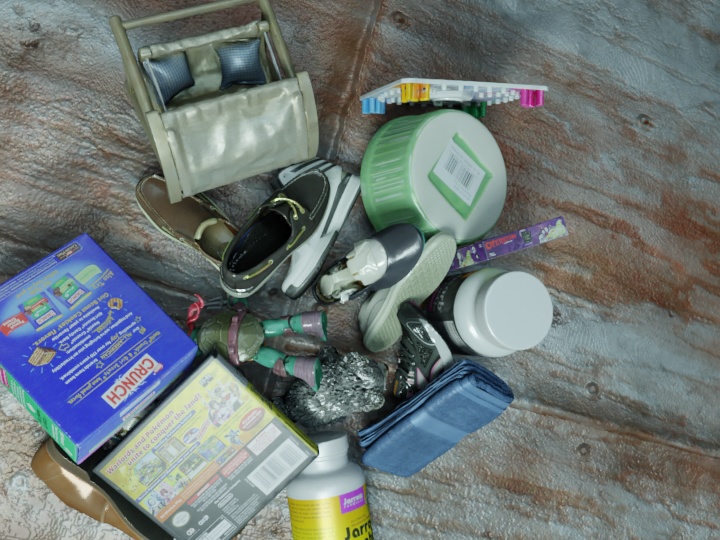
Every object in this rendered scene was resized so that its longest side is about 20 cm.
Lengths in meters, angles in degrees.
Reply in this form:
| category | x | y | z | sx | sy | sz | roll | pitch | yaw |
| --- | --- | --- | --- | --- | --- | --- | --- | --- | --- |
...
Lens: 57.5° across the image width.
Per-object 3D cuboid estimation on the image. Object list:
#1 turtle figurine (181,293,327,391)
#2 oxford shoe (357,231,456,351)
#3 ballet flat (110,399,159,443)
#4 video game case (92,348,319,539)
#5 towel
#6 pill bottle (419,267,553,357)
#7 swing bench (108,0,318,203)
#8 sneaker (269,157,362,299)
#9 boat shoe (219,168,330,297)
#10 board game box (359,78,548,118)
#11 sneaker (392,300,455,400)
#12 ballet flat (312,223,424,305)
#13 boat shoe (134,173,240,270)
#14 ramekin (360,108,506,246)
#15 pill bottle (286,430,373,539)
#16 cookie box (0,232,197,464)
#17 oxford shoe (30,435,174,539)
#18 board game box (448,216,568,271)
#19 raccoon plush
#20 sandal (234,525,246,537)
| category | x | y | z | sx | sy | sz | roll | pitch | yaw |
| --- | --- | --- | --- | --- | --- | --- | --- | --- | --- |
| turtle figurine | -0.144 | 0.093 | 0.815 | 0.198 | 0.101 | 0.151 | 2 | 80 | 10 |
| oxford shoe | 0.055 | 0.022 | 0.875 | 0.075 | 0.201 | 0.058 | 8 | 37 | -40 |
| ballet flat | -0.299 | 0.174 | 0.802 | 0.199 | 0.074 | 0.075 | 29 | 78 | -12 |
| video game case | -0.180 | 0.224 | 0.783 | 0.200 | 0.026 | 0.181 | -43 | 104 | 4 |
| towel | 0.097 | 0.196 | 0.861 | 0.111 | 0.049 | 0.200 | 32 | 117 | -35 |
| pill bottle | 0.162 | 0.056 | 0.874 | 0.115 | 0.200 | 0.118 | 2 | 83 | -16 |
| swing bench | -0.177 | -0.218 | 0.818 | 0.198 | 0.130 | 0.201 | -21 | 73 | -18 |
| sneaker | -0.085 | -0.066 | 0.893 | 0.115 | 0.076 | 0.202 | 27 | 70 | -3 |
| boat shoe | -0.099 | -0.055 | 0.814 | 0.071 | 0.061 | 0.202 | 34 | 69 | 4 |
| board game box | 0.118 | -0.231 | 0.895 | 0.198 | 0.200 | 0.026 | -1 | 98 | -16 |
| sneaker | 0.079 | 0.137 | 0.877 | 0.086 | 0.080 | 0.201 | -28 | 122 | -7 |
| ballet flat | 0.000 | 0.000 | 0.835 | 0.073 | 0.200 | 0.074 | 15 | 63 | -31 |
| boat shoe | -0.202 | -0.059 | 0.848 | 0.202 | 0.075 | 0.075 | 37 | 76 | -9 |
| ramekin | 0.107 | -0.123 | 0.902 | 0.199 | 0.097 | 0.202 | 2 | 86 | -33 |
| pill bottle | -0.039 | 0.315 | 0.842 | 0.103 | 0.104 | 0.202 | -8 | 87 | -16 |
| cookie box | -0.320 | 0.085 | 0.754 | 0.200 | 0.075 | 0.171 | 44 | 55 | 7 |
| oxford shoe | -0.311 | 0.275 | 0.800 | 0.071 | 0.071 | 0.200 | -42 | 100 | 15 |
| board game box | 0.174 | -0.028 | 0.887 | 0.119 | 0.200 | 0.033 | -12 | 86 | -17 |
| raccoon plush | -0.050 | 0.177 | 0.836 | 0.200 | 0.134 | 0.097 | -43 | 98 | -15 |
| sandal | -0.180 | 0.248 | 0.830 | 0.081 | 0.055 | 0.202 | -6 | 101 | -6 |
